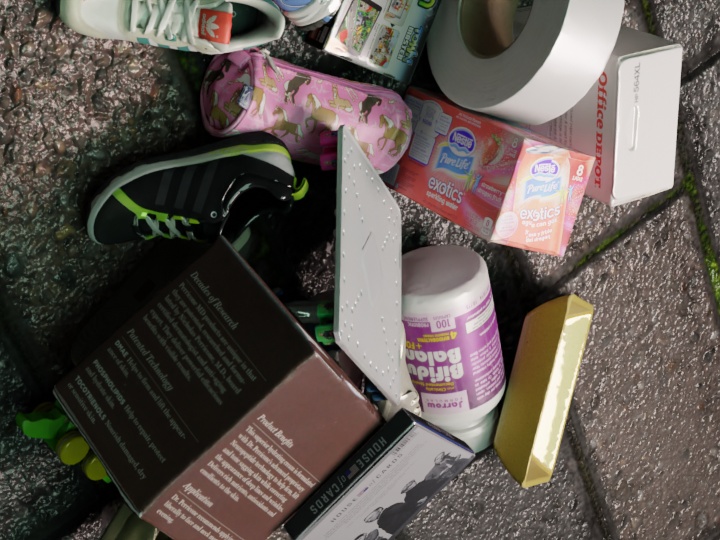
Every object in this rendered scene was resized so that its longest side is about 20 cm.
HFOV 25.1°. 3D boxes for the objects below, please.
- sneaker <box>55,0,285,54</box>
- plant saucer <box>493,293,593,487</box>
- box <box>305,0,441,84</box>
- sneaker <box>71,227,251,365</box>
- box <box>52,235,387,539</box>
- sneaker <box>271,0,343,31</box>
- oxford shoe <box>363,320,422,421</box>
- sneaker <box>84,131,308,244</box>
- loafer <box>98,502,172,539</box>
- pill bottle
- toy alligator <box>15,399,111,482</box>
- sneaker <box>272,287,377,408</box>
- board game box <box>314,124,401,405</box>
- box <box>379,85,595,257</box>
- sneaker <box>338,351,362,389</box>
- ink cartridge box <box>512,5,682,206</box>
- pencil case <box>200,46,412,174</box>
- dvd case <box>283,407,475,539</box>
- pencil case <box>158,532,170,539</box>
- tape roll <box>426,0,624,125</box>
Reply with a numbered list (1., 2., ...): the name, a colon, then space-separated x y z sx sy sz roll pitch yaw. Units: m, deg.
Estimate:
1. sneaker: -0.153 -0.221 1.360 0.198 0.093 0.071 -1 110 -35
2. plant saucer: 0.191 0.123 1.713 0.200 0.048 0.202 19 86 -74
3. box: 0.034 -0.285 1.501 0.109 0.035 0.202 16 99 -38
4. sneaker: -0.163 0.042 1.485 0.200 0.075 0.106 -42 132 -2
5. box: -0.119 0.119 1.390 0.200 0.164 0.166 -42 143 -2
6. sneaker: -0.022 -0.314 1.417 0.077 0.075 0.201 31 81 -32
7. oxford shoe: 0.035 0.136 1.610 0.057 0.075 0.202 -1 116 -9
8. sneaker: -0.144 -0.056 1.403 0.198 0.083 0.072 -21 148 2
9. loafer: -0.178 0.217 1.508 0.201 0.067 0.076 -64 157 -23
10. pill bottle: 0.088 0.085 1.645 0.112 0.112 0.202 -26 122 -23
11. toy alligator: -0.239 0.157 1.478 0.054 0.059 0.200 -49 141 -2
12. sneaker: -0.024 0.095 1.543 0.198 0.081 0.148 21 80 0
13. board game box: 0.000 0.000 1.468 0.200 0.026 0.202 52 36 -63
14. box: 0.116 -0.096 1.532 0.094 0.200 0.104 11 102 -35
15. sneaker: -0.027 0.170 1.607 0.075 0.104 0.202 12 101 -36
16. ink cartridge box: 0.215 -0.166 1.572 0.084 0.200 0.148 -15 118 -29
17. pencil case: -0.047 -0.144 1.476 0.199 0.086 0.084 12 72 -38
18. dvd case: 0.022 0.200 1.479 0.150 0.025 0.200 -45 155 4
19. pencil case: -0.220 0.341 1.556 0.200 0.091 0.094 -49 135 -5
20. tape roll: 0.149 -0.241 1.496 0.070 0.202 0.204 11 103 -36
